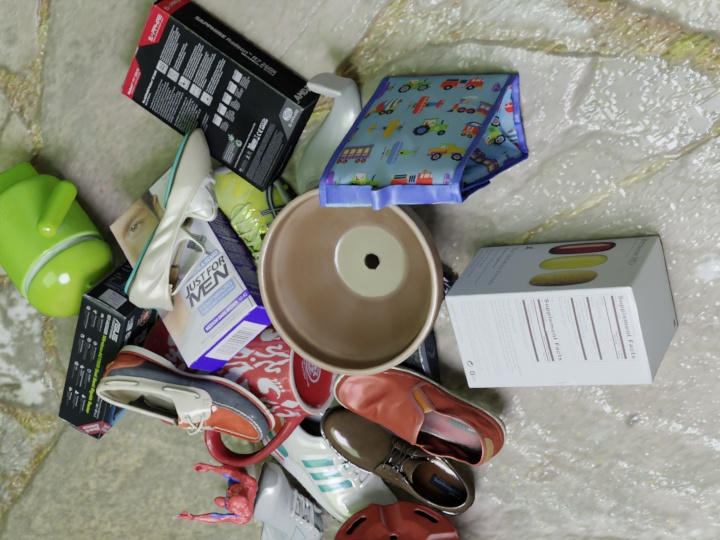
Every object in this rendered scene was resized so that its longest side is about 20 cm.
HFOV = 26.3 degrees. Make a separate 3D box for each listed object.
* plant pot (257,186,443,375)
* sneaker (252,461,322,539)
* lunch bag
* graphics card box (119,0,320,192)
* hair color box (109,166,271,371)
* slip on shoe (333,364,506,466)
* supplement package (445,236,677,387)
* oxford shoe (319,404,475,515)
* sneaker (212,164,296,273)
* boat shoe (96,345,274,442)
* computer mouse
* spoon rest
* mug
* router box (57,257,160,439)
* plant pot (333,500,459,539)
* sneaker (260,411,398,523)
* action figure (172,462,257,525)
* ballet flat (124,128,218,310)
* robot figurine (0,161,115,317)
[{"bbox_3d":[0.000,0.000,1.614,0.199,0.093,0.203,6,107,19],"label":"plant pot"},{"bbox_3d":[-0.085,0.289,1.862,0.079,0.071,0.201,8,151,9],"label":"sneaker"},{"bbox_3d":[0.057,-0.113,1.492,0.149,0.200,0.095,2,118,27],"label":"lunch bag"},{"bbox_3d":[-0.152,-0.192,1.655,0.199,0.051,0.126,35,127,8],"label":"graphics card box"},{"bbox_3d":[-0.184,-0.002,1.702,0.109,0.065,0.201,-41,64,17],"label":"hair color box"},{"bbox_3d":[0.061,0.156,1.668,0.198,0.061,0.075,22,117,12],"label":"slip on shoe"},{"bbox_3d":[0.205,0.043,1.557,0.198,0.114,0.110,-4,116,28],"label":"supplement package"},{"bbox_3d":[0.045,0.209,1.745,0.199,0.084,0.073,27,84,4],"label":"oxford shoe"},{"bbox_3d":[-0.096,-0.039,1.695,0.200,0.076,0.075,43,128,-1],"label":"sneaker"},{"bbox_3d":[-0.192,0.147,1.689,0.198,0.063,0.072,22,136,9],"label":"boat shoe"},{"bbox_3d":[0.049,0.086,1.709,0.137,0.053,0.202,1,110,18],"label":"computer mouse"},{"bbox_3d":[-0.024,-0.128,1.628,0.099,0.061,0.201,20,138,18],"label":"spoon rest"},{"bbox_3d":[-0.125,0.125,1.774,0.198,0.134,0.178,-4,134,31],"label":"mug"},{"bbox_3d":[-0.277,0.079,1.813,0.062,0.150,0.201,27,127,11],"label":"router box"},{"bbox_3d":[0.044,0.385,1.771,0.199,0.201,0.197,13,129,21],"label":"plant pot"},{"bbox_3d":[-0.026,0.222,1.810,0.199,0.070,0.094,41,133,6],"label":"sneaker"},{"bbox_3d":[-0.174,0.262,1.828,0.098,0.200,0.066,10,85,-11],"label":"action figure"},{"bbox_3d":[-0.188,-0.050,1.648,0.069,0.069,0.202,23,94,14],"label":"ballet flat"},{"bbox_3d":[-0.366,-0.030,1.800,0.200,0.115,0.176,50,152,21],"label":"robot figurine"}]
